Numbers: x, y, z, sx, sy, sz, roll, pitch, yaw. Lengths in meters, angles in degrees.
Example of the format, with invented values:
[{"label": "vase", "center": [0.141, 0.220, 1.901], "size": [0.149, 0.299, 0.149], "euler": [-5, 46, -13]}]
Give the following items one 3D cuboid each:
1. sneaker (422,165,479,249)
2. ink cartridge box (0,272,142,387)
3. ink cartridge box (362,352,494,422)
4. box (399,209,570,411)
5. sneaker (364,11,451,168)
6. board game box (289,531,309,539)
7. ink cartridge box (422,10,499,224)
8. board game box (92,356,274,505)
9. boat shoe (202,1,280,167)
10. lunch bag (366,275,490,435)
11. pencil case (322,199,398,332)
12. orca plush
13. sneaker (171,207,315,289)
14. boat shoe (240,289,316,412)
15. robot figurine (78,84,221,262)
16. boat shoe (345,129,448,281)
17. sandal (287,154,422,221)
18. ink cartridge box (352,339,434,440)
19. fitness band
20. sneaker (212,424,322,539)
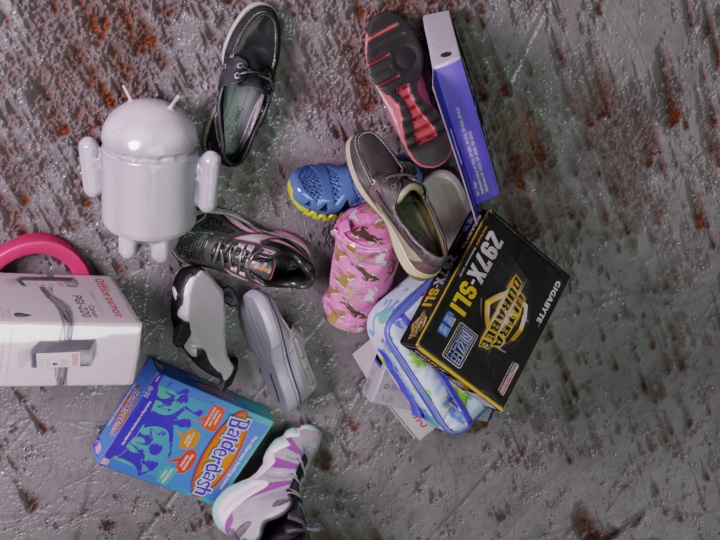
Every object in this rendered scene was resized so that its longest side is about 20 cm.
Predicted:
[{"label": "sneaker", "center": [0.141, -0.049, 1.546], "size": [0.074, 0.085, 0.202], "euler": [-11, 108, 19]}, {"label": "ink cartridge box", "center": [-0.365, 0.066, 1.309], "size": [0.198, 0.146, 0.086], "euler": [4, 111, -29]}, {"label": "ink cartridge box", "center": [0.108, 0.146, 1.575], "size": [0.198, 0.039, 0.101], "euler": [14, 106, -27]}, {"label": "box", "center": [0.159, 0.049, 1.441], "size": [0.159, 0.049, 0.201], "euler": [36, 75, -24]}, {"label": "sneaker", "center": [0.049, -0.224, 1.443], "size": [0.073, 0.087, 0.202], "euler": [-22, 99, -8]}, {"label": "board game box", "center": [-0.122, 0.393, 1.609], "size": [0.104, 0.200, 0.024], "euler": [-23, 86, -4]}, {"label": "ink cartridge box", "center": [0.127, -0.193, 1.416], "size": [0.043, 0.201, 0.200], "euler": [-15, 125, 11]}, {"label": "board game box", "center": [-0.238, 0.222, 1.551], "size": [0.199, 0.045, 0.153], "euler": [27, 102, -34]}, {"label": "boat shoe", "center": [-0.135, -0.215, 1.360], "size": [0.074, 0.066, 0.201], "euler": [16, 108, -30]}, {"label": "lunch bag", "center": [0.109, 0.101, 1.489], "size": [0.160, 0.082, 0.201], "euler": [-38, 110, -19]}, {"label": "pencil case", "center": [0.000, 0.000, 1.480], "size": [0.083, 0.086, 0.201], "euler": [-38, 156, -29]}, {"label": "orca plush", "center": [-0.208, 0.063, 1.480], "size": [0.106, 0.071, 0.201], "euler": [-51, 143, -17]}, {"label": "sneaker", "center": [-0.140, -0.022, 1.446], "size": [0.198, 0.086, 0.081], "euler": [7, 111, -27]}, {"label": "boat shoe", "center": [-0.108, 0.097, 1.543], "size": [0.066, 0.073, 0.202], "euler": [-34, 133, -27]}, {"label": "robot figurine", "center": [-0.246, -0.113, 1.333], "size": [0.167, 0.113, 0.202], "euler": [6, 116, -1]}, {"label": "boat shoe", "center": [0.051, -0.088, 1.382], "size": [0.071, 0.066, 0.203], "euler": [-21, 79, -33]}, {"label": "sandal", "center": [0.000, -0.113, 1.456], "size": [0.198, 0.080, 0.087], "euler": [-4, 152, -31]}, {"label": "ink cartridge box", "center": [0.109, 0.121, 1.636], "size": [0.199, 0.083, 0.146], "euler": [-39, 124, -2]}, {"label": "fitness band", "center": [-0.390, 0.048, 1.400], "size": [0.142, 0.037, 0.202], "euler": [-24, 124, -15]}, {"label": "sneaker", "center": [-0.094, 0.312, 1.584], "size": [0.200, 0.139, 0.078], "euler": [-45, 138, -22]}]
